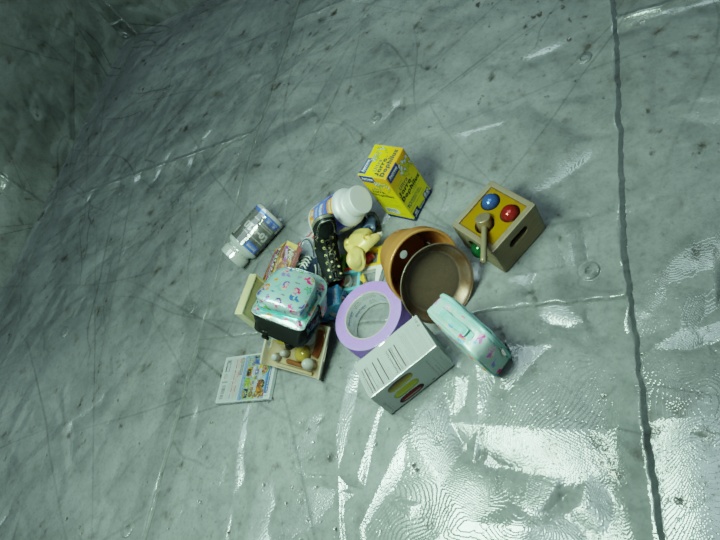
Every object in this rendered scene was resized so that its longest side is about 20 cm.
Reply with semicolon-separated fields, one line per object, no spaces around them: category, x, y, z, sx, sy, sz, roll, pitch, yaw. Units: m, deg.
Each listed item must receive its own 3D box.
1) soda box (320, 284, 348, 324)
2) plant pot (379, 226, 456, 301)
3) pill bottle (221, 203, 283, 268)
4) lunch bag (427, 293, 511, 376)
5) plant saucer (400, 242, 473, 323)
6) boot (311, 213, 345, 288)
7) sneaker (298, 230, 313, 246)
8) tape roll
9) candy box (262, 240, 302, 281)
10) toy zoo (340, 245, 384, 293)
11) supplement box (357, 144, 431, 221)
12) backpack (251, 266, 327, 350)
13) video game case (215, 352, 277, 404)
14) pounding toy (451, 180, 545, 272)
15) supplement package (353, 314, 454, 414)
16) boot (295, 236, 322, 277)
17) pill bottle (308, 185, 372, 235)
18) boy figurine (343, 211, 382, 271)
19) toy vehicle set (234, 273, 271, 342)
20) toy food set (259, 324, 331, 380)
soda box;-0.129;0.112;1.730;0.198;0.068;0.065;-21;52;22
plant pot;0.137;-0.024;1.568;0.200;0.200;0.140;-47;26;-3
pill bottle;-0.360;-0.113;2.012;0.201;0.114;0.114;-49;46;-3
lunch bag;0.248;0.144;1.384;0.077;0.160;0.200;-46;45;-2
plant saucer;0.184;0.029;1.499;0.201;0.200;0.037;-47;21;-3
boot;-0.083;-0.050;1.691;0.072;0.204;0.156;-14;65;-14
sneaker;-0.116;-0.099;1.878;0.086;0.074;0.201;34;89;33
tape roll;0.033;0.131;1.609;0.198;0.066;0.203;-18;51;23
candy box;-0.237;-0.015;1.822;0.118;0.056;0.200;-69;16;-12
toy zoo;0.000;0.000;1.751;0.197;0.020;0.133;-12;54;28
supplement box;0.100;-0.247;1.726;0.109;0.200;0.110;16;70;40
backpack;-0.180;0.081;1.613;0.175;0.152;0.201;17;42;16
video game case;-0.327;0.312;1.765;0.197;0.018;0.145;-11;54;29
pounding toy;0.330;-0.100;1.506;0.200;0.142;0.184;-47;45;-3
supplement package;0.103;0.228;1.460;0.199;0.114;0.110;-40;45;7
boot;-0.157;-0.013;1.781;0.072;0.090;0.203;-19;69;20
pill bottle;-0.057;-0.170;1.754;0.199;0.111;0.114;-26;43;50
boy figurine;0.007;-0.083;1.745;0.123;0.065;0.202;-12;42;27
toy vehicle set;-0.268;0.115;1.734;0.026;0.200;0.126;-1;58;33
toy food set;-0.178;0.206;1.658;0.197;0.060;0.146;10;86;26
